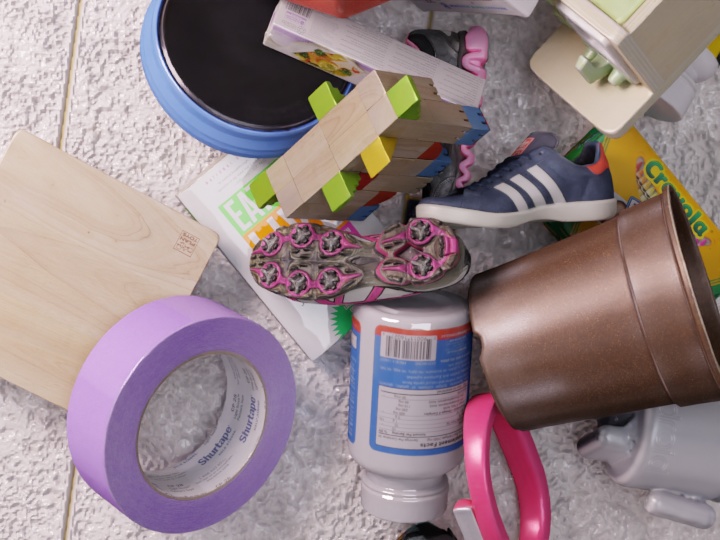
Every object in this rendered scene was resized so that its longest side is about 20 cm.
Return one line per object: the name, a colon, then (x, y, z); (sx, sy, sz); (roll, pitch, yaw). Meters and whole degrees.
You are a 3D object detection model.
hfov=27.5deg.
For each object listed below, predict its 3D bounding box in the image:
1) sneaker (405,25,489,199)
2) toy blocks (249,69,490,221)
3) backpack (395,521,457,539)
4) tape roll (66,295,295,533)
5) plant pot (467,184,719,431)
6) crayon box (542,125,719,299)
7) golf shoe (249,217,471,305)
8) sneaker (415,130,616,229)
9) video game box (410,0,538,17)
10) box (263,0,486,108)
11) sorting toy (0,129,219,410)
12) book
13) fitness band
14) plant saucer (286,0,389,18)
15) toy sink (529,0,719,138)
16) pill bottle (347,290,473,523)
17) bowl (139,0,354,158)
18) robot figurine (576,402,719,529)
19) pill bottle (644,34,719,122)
sneaker: (0.064, -0.136, 1.383); (0.095, 0.079, 0.201); (8, 83, -3)
toy blocks: (0.019, -0.104, 1.290); (0.137, 0.200, 0.100); (1, 58, -48)
backpack: (0.043, 0.358, 1.348); (0.200, 0.153, 0.176); (-33, 103, -2)
tape roll: (-0.154, 0.126, 1.291); (0.200, 0.066, 0.201); (-16, 115, -36)
plant pot: (0.214, 0.049, 1.318); (0.198, 0.200, 0.201); (-18, 96, 18)
crayon box: (0.266, -0.038, 1.429); (0.119, 0.058, 0.200); (-43, 99, -7)
golf shoe: (0.000, 0.000, 1.316); (0.199, 0.092, 0.073); (-1, 74, 18)
sneaker: (0.139, -0.082, 1.331); (0.200, 0.075, 0.085); (-6, 94, -26)
video game box: (0.136, -0.327, 1.331); (0.047, 0.182, 0.200); (31, 84, -27)
box: (0.013, -0.185, 1.308); (0.200, 0.039, 0.042); (22, 65, -10)
sorting toy: (-0.261, 0.010, 1.312); (0.200, 0.070, 0.199); (28, 86, -12)
book: (-0.059, -0.034, 1.370); (0.134, 0.048, 0.200); (-41, 102, -7)
fitness band: (0.134, 0.205, 1.357); (0.037, 0.144, 0.200); (-5, 127, 26)
plant saucer: (-0.004, -0.275, 1.285); (0.200, 0.199, 0.037); (-28, 125, -30)
toy sink: (0.235, -0.242, 1.305); (0.200, 0.130, 0.112); (-47, 144, 7)
pill bottle: (0.044, 0.123, 1.351); (0.112, 0.112, 0.201); (0, 106, -12)
bowl: (-0.096, -0.199, 1.320); (0.200, 0.039, 0.201); (7, 68, -17)
robot figurine: (0.311, 0.161, 1.415); (0.199, 0.113, 0.170); (11, 73, -13)
pill bottle: (0.308, -0.251, 1.405); (0.114, 0.114, 0.200); (28, 86, -11)
